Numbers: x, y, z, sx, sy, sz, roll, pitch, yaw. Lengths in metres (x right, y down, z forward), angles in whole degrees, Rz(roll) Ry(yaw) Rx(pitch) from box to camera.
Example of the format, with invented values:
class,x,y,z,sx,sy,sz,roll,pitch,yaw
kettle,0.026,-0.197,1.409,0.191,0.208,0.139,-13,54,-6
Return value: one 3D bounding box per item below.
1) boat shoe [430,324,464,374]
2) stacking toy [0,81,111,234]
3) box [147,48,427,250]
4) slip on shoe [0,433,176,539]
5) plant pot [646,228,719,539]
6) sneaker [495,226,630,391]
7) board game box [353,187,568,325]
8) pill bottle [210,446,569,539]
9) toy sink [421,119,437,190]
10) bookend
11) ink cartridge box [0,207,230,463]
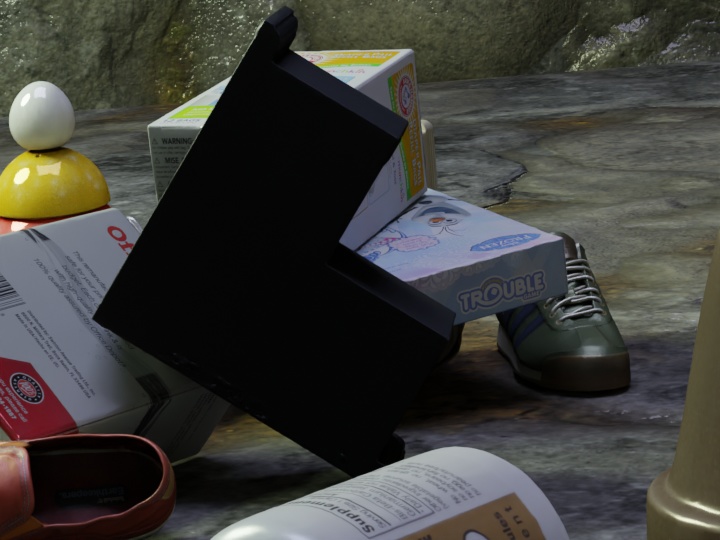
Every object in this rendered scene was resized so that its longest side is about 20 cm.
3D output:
class,x,y,z,sx,sy,sz,roll,pitch,yaw
boat shoe,0.036,0.042,1.839,0.071,0.076,0.200,4,22,23
stacking toy,-0.227,-0.041,2.024,0.145,0.201,0.146,-4,9,1
box,-0.043,-0.073,1.787,0.112,0.102,0.200,1,19,24
slip on shoe,-0.192,0.119,1.452,0.199,0.074,0.061,-4,-24,-18
plant pot,0.235,0.060,1.337,0.199,0.176,0.200,-5,9,1
sneaker,0.129,0.020,1.841,0.067,0.090,0.200,-5,10,-11
board game box,0.000,0.000,1.784,0.199,0.044,0.199,-15,18,-25
pill bottle,-0.010,0.148,1.112,0.114,0.115,0.199,4,13,41
toy sink,-0.009,-0.067,2.331,0.130,0.113,0.200,2,12,29
bookend,-0.016,-0.013,1.559,0.198,0.201,0.092,30,12,-1
ink cartridge box,-0.184,0.054,1.610,0.199,0.084,0.144,-17,58,-48
